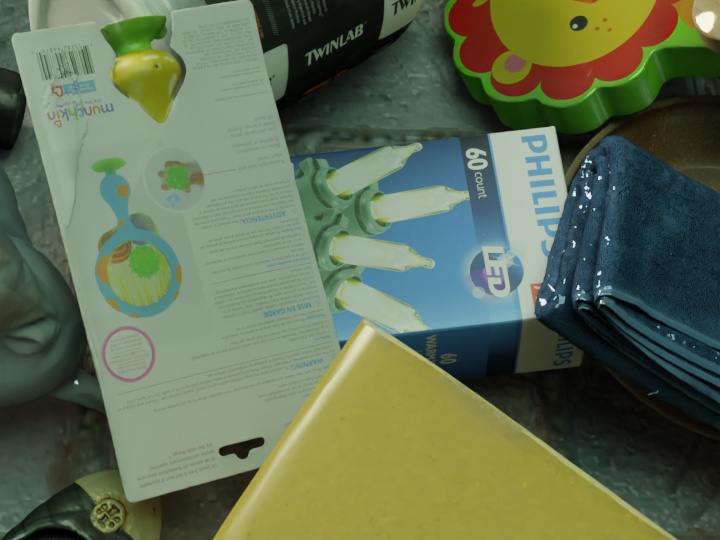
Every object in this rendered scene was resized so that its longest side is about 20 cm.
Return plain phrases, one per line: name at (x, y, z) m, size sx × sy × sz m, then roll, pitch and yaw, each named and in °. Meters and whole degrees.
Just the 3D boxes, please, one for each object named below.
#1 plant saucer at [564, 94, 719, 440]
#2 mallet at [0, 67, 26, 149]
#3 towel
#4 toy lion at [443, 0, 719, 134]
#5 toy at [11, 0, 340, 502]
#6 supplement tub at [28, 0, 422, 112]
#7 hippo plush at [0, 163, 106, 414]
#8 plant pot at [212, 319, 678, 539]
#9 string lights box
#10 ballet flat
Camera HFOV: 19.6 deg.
plant saucer at (0.188, 0.004, 1.038) m, size 0.199 × 0.037 × 0.201 m, roll 5°, pitch 60°, yaw -8°
mallet at (-0.169, -0.156, 1.011) m, size 0.066 × 0.041 × 0.201 m, roll 20°, pitch 89°, yaw -9°
towel at (0.178, 0.023, 0.942) m, size 0.199 × 0.049 × 0.112 m, roll 29°, pitch 51°, yaw -15°
toy lion at (0.141, -0.160, 1.073) m, size 0.191 × 0.069 × 0.201 m, roll 5°, pitch 62°, yaw 27°
toy at (-0.080, -0.010, 0.901) m, size 0.115 × 0.047 × 0.201 m, roll -12°, pitch 89°, yaw -29°
supplement tub at (-0.052, -0.141, 1.018) m, size 0.200 × 0.123 × 0.123 m, roll -34°, pitch 71°, yaw -33°
hippo plush at (-0.214, 0.021, 0.901) m, size 0.160 × 0.200 × 0.160 m, roll -33°, pitch 56°, yaw 1°
plant pot at (0.027, 0.181, 0.801) m, size 0.195 × 0.194 × 0.200 m, roll 36°, pitch 76°, yaw 31°
string lights box at (0.000, 0.000, 0.972) m, size 0.199 × 0.059 × 0.103 m, roll -7°, pitch 61°, yaw -3°
ballet flat at (-0.152, 0.155, 0.872) m, size 0.066 × 0.057 × 0.200 m, roll 39°, pitch 61°, yaw 11°
